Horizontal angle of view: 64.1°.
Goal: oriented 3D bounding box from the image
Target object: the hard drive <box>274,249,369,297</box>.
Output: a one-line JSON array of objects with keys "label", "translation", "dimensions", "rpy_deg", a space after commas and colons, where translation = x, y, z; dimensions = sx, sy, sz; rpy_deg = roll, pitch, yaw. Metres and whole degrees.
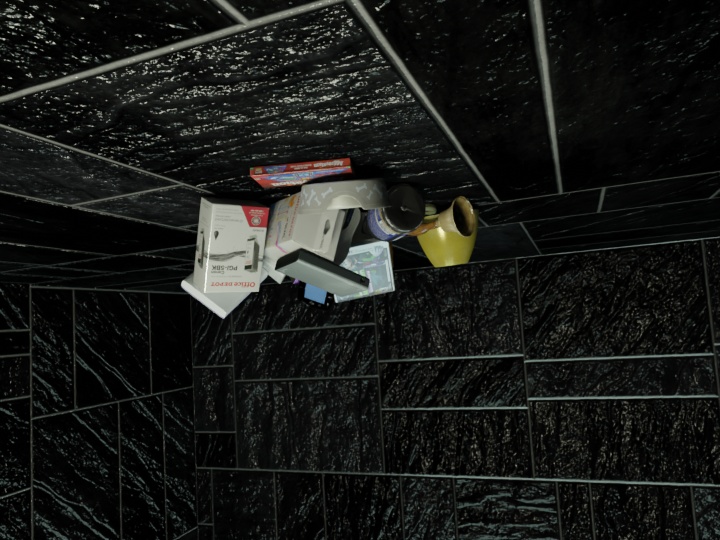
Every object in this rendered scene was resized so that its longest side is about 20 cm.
[{"label": "hard drive", "translation": [-0.093, 0.009, 1.378], "dimensions": [0.196, 0.034, 0.138], "rpy_deg": [23, 160, -27]}]

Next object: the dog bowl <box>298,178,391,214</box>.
[{"label": "dog bowl", "translation": [-0.034, -0.153, 1.182], "dimensions": [0.192, 0.061, 0.200], "rpy_deg": [-5, -172, 1]}]

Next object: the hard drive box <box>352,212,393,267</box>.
[{"label": "hard drive box", "translation": [-0.010, -0.079, 1.633], "dimensions": [0.192, 0.162, 0.077], "rpy_deg": [-4, 175, -7]}]

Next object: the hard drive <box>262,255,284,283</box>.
[{"label": "hard drive", "translation": [-0.275, -0.044, 1.484], "dimensions": [0.198, 0.027, 0.132], "rpy_deg": [38, 165, -4]}]

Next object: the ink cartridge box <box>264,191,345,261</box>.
[{"label": "ink cartridge box", "translation": [-0.136, -0.095, 1.369], "dimensions": [0.123, 0.133, 0.197], "rpy_deg": [24, 159, -32]}]

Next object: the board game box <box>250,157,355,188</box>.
[{"label": "board game box", "translation": [-0.110, -0.191, 1.135], "dimensions": [0.192, 0.020, 0.103], "rpy_deg": [-5, 176, 5]}]

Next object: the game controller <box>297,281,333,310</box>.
[{"label": "game controller", "translation": [-0.122, 0.054, 1.605], "dimensions": [0.102, 0.043, 0.201], "rpy_deg": [27, 152, 4]}]

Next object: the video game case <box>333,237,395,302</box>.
[{"label": "video game case", "translation": [0.000, 0.000, 1.578], "dimensions": [0.175, 0.024, 0.204], "rpy_deg": [-11, 136, 0]}]

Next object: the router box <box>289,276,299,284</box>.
[{"label": "router box", "translation": [-0.170, -0.048, 1.704], "dimensions": [0.146, 0.202, 0.052], "rpy_deg": [1, 134, -41]}]

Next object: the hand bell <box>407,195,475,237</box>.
[{"label": "hand bell", "translation": [0.201, -0.125, 1.548], "dimensions": [0.102, 0.108, 0.197], "rpy_deg": [1, 171, -43]}]

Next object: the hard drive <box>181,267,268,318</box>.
[{"label": "hard drive", "translation": [-0.331, 0.022, 1.425], "dimensions": [0.026, 0.130, 0.201], "rpy_deg": [-57, 176, 36]}]

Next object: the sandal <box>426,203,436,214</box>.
[{"label": "sandal", "translation": [0.112, -0.143, 1.560], "dimensions": [0.193, 0.060, 0.080], "rpy_deg": [-6, 179, 0]}]

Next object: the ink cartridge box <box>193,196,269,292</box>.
[{"label": "ink cartridge box", "translation": [-0.299, -0.057, 1.332], "dimensions": [0.143, 0.207, 0.082], "rpy_deg": [-1, -164, -36]}]

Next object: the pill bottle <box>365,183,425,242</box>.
[{"label": "pill bottle", "translation": [0.075, -0.131, 1.384], "dimensions": [0.108, 0.116, 0.200], "rpy_deg": [-2, 175, -15]}]

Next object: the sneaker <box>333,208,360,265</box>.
[{"label": "sneaker", "translation": [-0.075, -0.075, 1.482], "dimensions": [0.073, 0.203, 0.110], "rpy_deg": [42, 149, -24]}]

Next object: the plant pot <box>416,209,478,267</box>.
[{"label": "plant pot", "translation": [0.253, -0.089, 1.666], "dimensions": [0.193, 0.148, 0.200], "rpy_deg": [-8, 180, 0]}]
